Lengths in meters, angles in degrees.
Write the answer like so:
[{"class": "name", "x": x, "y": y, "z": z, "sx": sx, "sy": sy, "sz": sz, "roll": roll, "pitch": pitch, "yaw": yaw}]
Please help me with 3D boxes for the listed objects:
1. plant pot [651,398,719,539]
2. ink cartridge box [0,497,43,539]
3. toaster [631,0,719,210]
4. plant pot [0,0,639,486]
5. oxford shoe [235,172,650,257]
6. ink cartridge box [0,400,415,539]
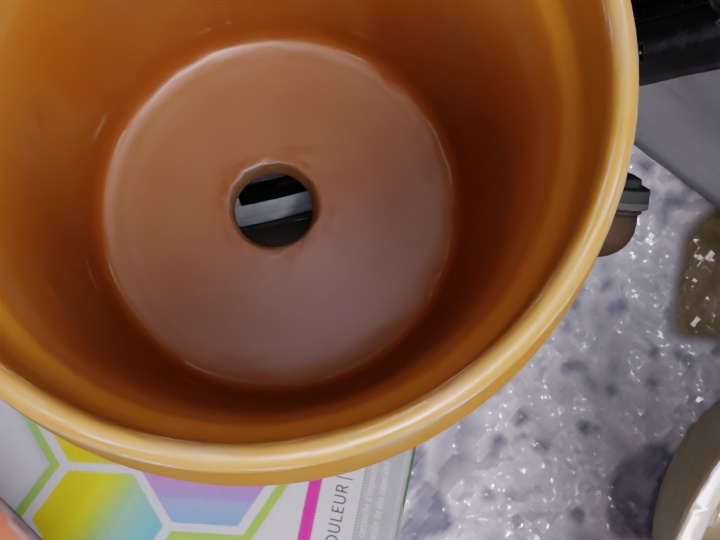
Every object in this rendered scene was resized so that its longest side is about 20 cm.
[{"class": "plant pot", "x": 0.175, "y": 0.105, "z": 0.802, "sx": 0.200, "sy": 0.183, "sz": 0.201, "roll": 0, "pitch": 95, "yaw": -5}, {"class": "ink cartridge box", "x": -0.187, "y": 0.122, "z": 0.692, "sx": 0.200, "sy": 0.050, "sz": 0.162, "roll": -40, "pitch": 56, "yaw": -18}, {"class": "toaster", "x": 0.168, "y": -0.103, "z": 0.800, "sx": 0.119, "sy": 0.200, "sz": 0.181, "roll": 39, "pitch": 79, "yaw": -13}, {"class": "plant pot", "x": -0.028, "y": -0.032, "z": 0.698, "sx": 0.200, "sy": 0.183, "sz": 0.200, "roll": 0, "pitch": 79, "yaw": 1}, {"class": "oxford shoe", "x": 0.000, "y": 0.000, "z": 0.831, "sx": 0.200, "sy": 0.073, "sz": 0.085, "roll": -7, "pitch": 98, "yaw": 2}, {"class": "ink cartridge box", "x": -0.088, "y": 0.076, "z": 0.783, "sx": 0.200, "sy": 0.059, "sz": 0.104, "roll": 13, "pitch": 56, "yaw": -1}]
